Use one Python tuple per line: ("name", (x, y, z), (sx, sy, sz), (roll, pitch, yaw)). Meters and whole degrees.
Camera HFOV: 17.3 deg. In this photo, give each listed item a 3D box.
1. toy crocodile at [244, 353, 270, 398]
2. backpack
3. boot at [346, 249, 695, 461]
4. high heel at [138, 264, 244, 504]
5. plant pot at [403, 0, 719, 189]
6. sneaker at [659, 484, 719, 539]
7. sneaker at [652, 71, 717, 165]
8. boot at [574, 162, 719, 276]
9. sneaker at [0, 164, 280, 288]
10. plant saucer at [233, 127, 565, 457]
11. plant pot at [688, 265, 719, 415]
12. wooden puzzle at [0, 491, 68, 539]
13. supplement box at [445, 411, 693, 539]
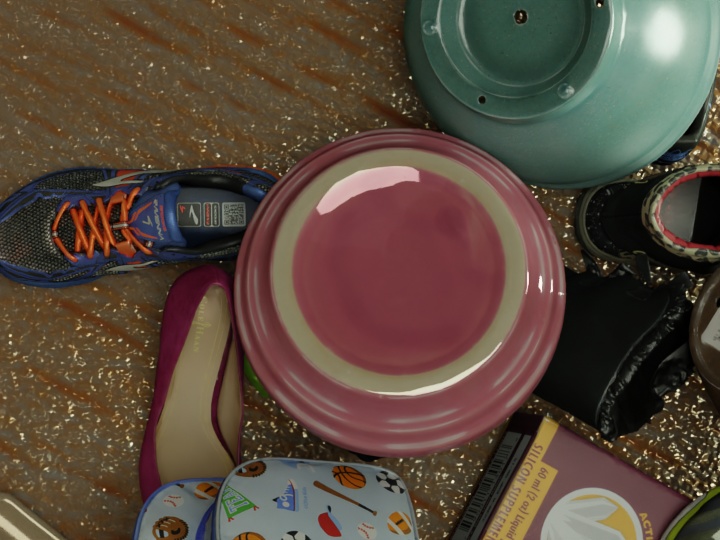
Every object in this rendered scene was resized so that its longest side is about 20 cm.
("toy crocodile", (0.000, 0.000, 1.496), (0.067, 0.062, 0.200), (39, 78, -7))
("backpack", (-0.051, 0.203, 1.388), (0.189, 0.201, 0.155), (2, 132, -14))
("boot", (0.102, 0.061, 1.446), (0.198, 0.162, 0.074), (-46, 138, -23))
("high heel", (-0.101, 0.098, 1.453), (0.067, 0.096, 0.202), (-4, 90, -11))
("plant pot", (0.109, -0.150, 1.435), (0.199, 0.134, 0.202), (1, 92, 19))
("sneaker", (0.198, 0.215, 1.427), (0.074, 0.081, 0.201), (35, 85, -9))
("sneaker", (0.199, -0.169, 1.520), (0.069, 0.078, 0.202), (-2, 90, -10))
("boot", (0.249, -0.030, 1.489), (0.202, 0.154, 0.074), (1, 89, -10))
("sneaker", (-0.135, -0.034, 1.457), (0.198, 0.078, 0.076), (-11, 91, -11))
("plant saucer", (0.023, 0.007, 1.396), (0.199, 0.051, 0.202), (-1, 72, 2))
("plant pot", (0.289, 0.063, 1.439), (0.199, 0.186, 0.188), (28, 84, -44))
("wooden puzzle", (-0.208, 0.262, 1.433), (0.185, 0.037, 0.200), (40, 52, -8))
("supplement box", (0.165, 0.185, 1.506), (0.199, 0.086, 0.111), (29, 84, -9))
